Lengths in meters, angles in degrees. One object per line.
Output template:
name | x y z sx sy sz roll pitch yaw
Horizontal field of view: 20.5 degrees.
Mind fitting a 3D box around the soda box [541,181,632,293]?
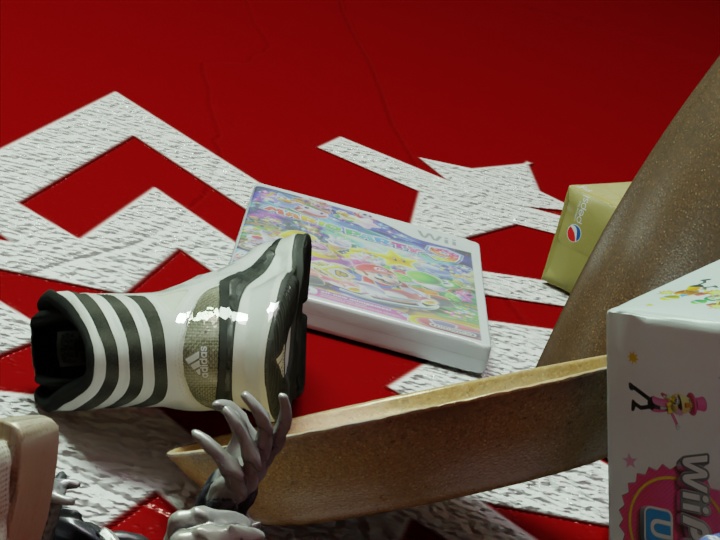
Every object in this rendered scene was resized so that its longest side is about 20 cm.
soda box | 0.201 -0.017 1.278 0.067 0.065 0.199 27 19 33

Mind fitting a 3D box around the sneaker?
sneaker | -0.081 0.020 0.865 0.114 0.077 0.201 3 4 2

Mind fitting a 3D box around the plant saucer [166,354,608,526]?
plant saucer | 0.027 0.065 0.761 0.198 0.036 0.200 -12 -2 0

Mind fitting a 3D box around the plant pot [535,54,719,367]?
plant pot | 0.201 -0.008 1.000 0.185 0.202 0.187 14 15 -4

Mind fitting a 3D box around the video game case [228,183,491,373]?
video game case | 0.000 0.000 1.110 0.142 0.018 0.200 15 16 -3

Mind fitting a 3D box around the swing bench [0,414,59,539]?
swing bench | -0.221 0.061 0.509 0.199 0.131 0.198 33 22 32

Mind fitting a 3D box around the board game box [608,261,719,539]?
board game box | 0.168 0.064 0.733 0.064 0.149 0.199 9 18 36

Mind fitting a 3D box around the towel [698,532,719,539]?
towel | 0.166 0.144 0.626 0.024 0.146 0.199 -28 -16 37

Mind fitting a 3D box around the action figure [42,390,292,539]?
action figure | -0.046 0.094 0.608 0.198 0.103 0.119 16 27 -6
